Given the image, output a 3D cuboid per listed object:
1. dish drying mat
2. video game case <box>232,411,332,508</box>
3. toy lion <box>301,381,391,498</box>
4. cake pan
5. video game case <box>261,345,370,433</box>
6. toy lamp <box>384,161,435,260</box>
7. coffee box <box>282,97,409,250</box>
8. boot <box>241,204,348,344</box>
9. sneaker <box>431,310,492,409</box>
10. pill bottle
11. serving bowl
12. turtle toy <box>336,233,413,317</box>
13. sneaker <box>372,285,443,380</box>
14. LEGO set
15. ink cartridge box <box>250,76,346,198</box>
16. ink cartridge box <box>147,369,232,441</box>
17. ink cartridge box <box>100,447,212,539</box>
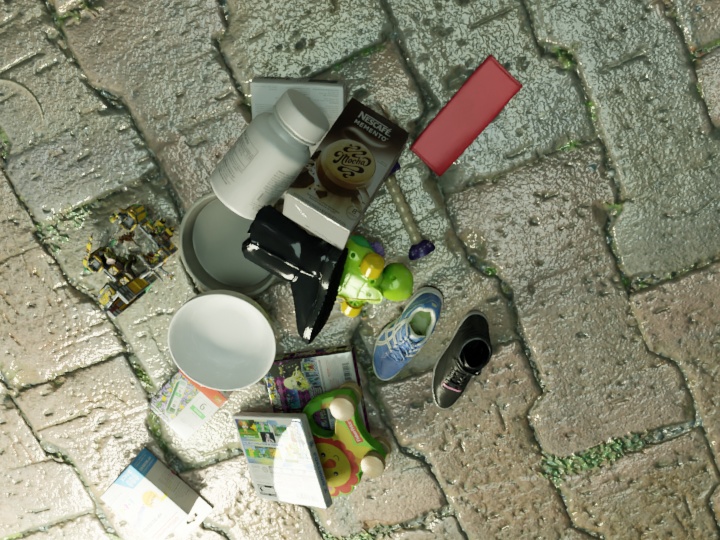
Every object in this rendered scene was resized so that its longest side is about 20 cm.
[{"bbox_3d":[0.174,-0.257,1.067,0.077,0.018,0.200,41,106,-6],"label":"dish drying mat"},{"bbox_3d":[-0.154,0.362,1.227,0.198,0.022,0.185,-9,101,40],"label":"video game case"},{"bbox_3d":[-0.053,0.332,1.206,0.190,0.069,0.202,-22,102,21],"label":"toy lion"},{"bbox_3d":[-0.233,-0.049,1.167,0.197,0.037,0.203,2,106,6],"label":"cake pan"},{"bbox_3d":[-0.083,0.253,1.234,0.179,0.036,0.203,-9,105,10],"label":"video game case"},{"bbox_3d":[0.067,-0.118,1.099,0.058,0.058,0.202,-24,101,13],"label":"toy lamp"},{"bbox_3d":[-0.021,-0.151,0.991,0.112,0.080,0.201,30,68,1],"label":"coffee box"},{"bbox_3d":[-0.119,0.006,1.061,0.167,0.076,0.202,27,125,14],"label":"boot"},{"bbox_3d":[0.178,0.179,1.147,0.070,0.099,0.202,20,109,-1],"label":"sneaker"},{"bbox_3d":[-0.145,-0.190,1.038,0.114,0.115,0.200,43,114,-6],"label":"pill bottle"},{"bbox_3d":[-0.250,0.120,1.181,0.197,0.066,0.203,1,114,2],"label":"serving bowl"},{"bbox_3d":[0.000,0.000,1.116,0.198,0.102,0.146,28,133,0],"label":"turtle toy"},{"bbox_3d":[0.080,0.120,1.154,0.075,0.077,0.202,29,109,-3],"label":"sneaker"},{"bbox_3d":[-0.430,-0.011,1.144,0.199,0.116,0.154,-32,102,27],"label":"LEGO set"},{"bbox_3d":[-0.106,-0.227,1.104,0.160,0.057,0.202,4,121,6],"label":"ink cartridge box"},{"bbox_3d":[-0.313,0.228,1.249,0.109,0.050,0.200,44,107,-6],"label":"ink cartridge box"},{"bbox_3d":[-0.421,0.485,1.326,0.200,0.068,0.115,43,107,-6],"label":"ink cartridge box"}]
